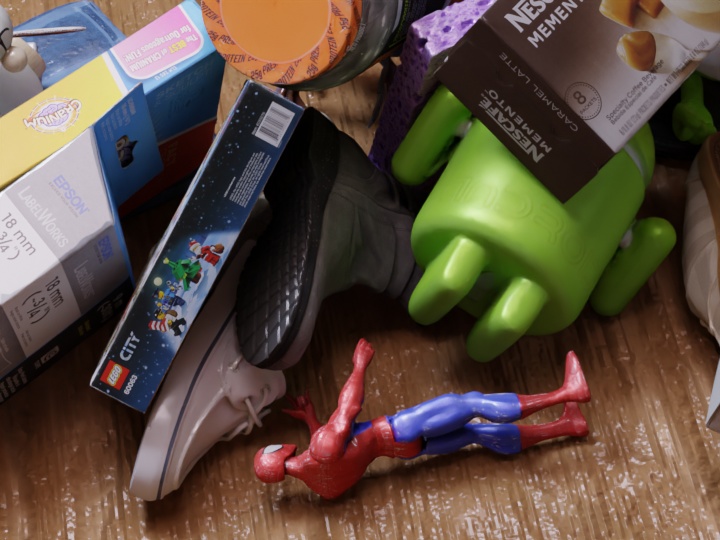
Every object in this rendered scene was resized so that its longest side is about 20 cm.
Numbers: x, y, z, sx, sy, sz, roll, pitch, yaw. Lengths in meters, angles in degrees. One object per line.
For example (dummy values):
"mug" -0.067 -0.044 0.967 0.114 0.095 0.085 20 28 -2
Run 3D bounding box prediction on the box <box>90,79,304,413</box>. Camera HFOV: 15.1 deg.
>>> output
"box" -0.097 -0.018 1.621 0.038 0.200 0.137 28 2 -5

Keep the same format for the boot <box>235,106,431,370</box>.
"boot" 0.000 0.000 1.665 0.070 0.132 0.200 -32 35 41

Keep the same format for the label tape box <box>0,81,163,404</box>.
"label tape box" -0.185 -0.006 1.641 0.200 0.144 0.063 -38 74 -11

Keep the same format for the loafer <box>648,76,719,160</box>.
"loafer" 0.175 -0.130 1.814 0.200 0.071 0.068 24 51 28

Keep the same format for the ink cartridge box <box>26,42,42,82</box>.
"ink cartridge box" -0.311 -0.051 1.799 0.198 0.043 0.201 -3 65 6

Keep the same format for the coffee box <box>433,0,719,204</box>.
"coffee box" 0.152 -0.153 1.609 0.114 0.080 0.200 45 61 0

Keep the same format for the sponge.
"sponge" 0.067 -0.115 1.728 0.111 0.200 0.030 -25 70 -21

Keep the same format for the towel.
"towel" -0.185 -0.113 1.863 0.111 0.049 0.200 -28 47 -19

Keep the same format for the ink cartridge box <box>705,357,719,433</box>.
"ink cartridge box" 0.304 0.010 1.565 0.145 0.145 0.200 23 47 -4

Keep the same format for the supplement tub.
"supplement tub" -0.020 -0.180 1.671 0.122 0.123 0.200 8 17 16

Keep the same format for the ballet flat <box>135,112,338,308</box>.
"ballet flat" -0.084 -0.036 1.750 0.200 0.062 0.067 -38 26 -30

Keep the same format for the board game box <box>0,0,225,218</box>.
"board game box" -0.176 -0.069 1.690 0.200 0.153 0.040 -35 73 -22

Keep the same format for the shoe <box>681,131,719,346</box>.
"shoe" 0.237 0.002 1.686 0.070 0.053 0.200 19 44 -23

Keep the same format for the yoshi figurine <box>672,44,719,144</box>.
"yoshi figurine" 0.209 -0.146 1.731 0.199 0.112 0.113 4 67 0

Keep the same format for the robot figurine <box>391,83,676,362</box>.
"robot figurine" 0.107 -0.042 1.660 0.175 0.116 0.200 32 64 -3

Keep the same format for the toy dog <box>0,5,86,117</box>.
"toy dog" -0.222 -0.108 1.706 0.096 0.132 0.200 32 8 -1

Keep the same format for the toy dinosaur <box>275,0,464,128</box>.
"toy dinosaur" 0.011 -0.160 1.807 0.181 0.200 0.105 -34 10 40

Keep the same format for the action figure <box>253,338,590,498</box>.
"action figure" 0.027 0.076 1.619 0.199 0.065 0.099 -15 53 -9

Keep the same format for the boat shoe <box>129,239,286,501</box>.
"boat shoe" -0.077 0.063 1.643 0.065 0.074 0.200 23 55 5
